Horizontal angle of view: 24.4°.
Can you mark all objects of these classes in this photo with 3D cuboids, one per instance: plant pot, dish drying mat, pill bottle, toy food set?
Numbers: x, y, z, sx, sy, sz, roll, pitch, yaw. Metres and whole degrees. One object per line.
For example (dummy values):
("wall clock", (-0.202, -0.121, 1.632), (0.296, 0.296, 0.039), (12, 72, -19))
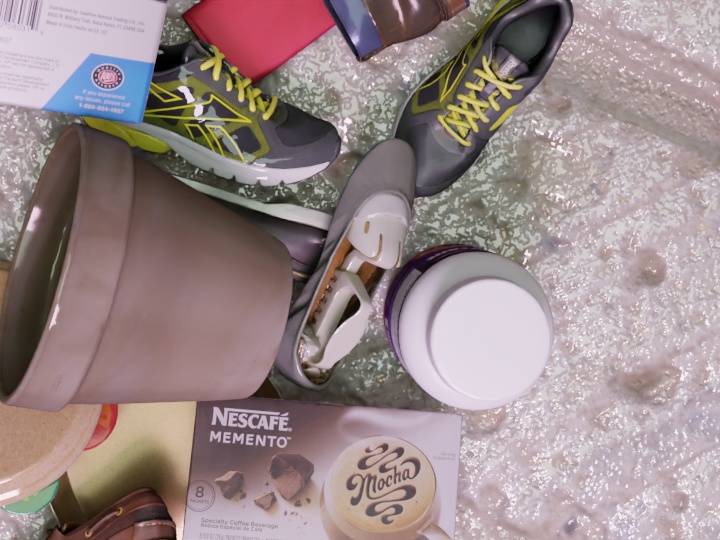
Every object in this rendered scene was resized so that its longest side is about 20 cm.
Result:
("plant pot", (-0.150, 0.144, 1.303), (0.198, 0.027, 0.202), (0, 94, -3))
("plant pot", (-0.147, 0.015, 1.174), (0.172, 0.200, 0.202), (16, 93, -20))
("dish drying mat", (-0.037, -0.225, 1.291), (0.199, 0.018, 0.077), (-36, 96, -1))
("pill bottle", (0.080, 0.041, 1.218), (0.110, 0.200, 0.112), (0, 94, -5))
("toy food set", (-0.284, 0.088, 1.240), (0.196, 0.049, 0.202), (-9, 71, -10))

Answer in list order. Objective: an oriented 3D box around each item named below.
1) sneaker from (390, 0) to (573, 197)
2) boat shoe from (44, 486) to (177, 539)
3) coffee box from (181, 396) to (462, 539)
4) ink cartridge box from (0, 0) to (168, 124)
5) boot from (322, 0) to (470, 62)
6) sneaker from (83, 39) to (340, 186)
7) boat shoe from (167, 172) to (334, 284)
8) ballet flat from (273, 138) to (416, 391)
("sneaker", (0.091, -0.144, 1.272), (0.074, 0.085, 0.201), (36, 91, -5))
("boat shoe", (-0.212, 0.225, 1.261), (0.199, 0.072, 0.068), (-30, 63, 30))
("coffee box", (-0.028, 0.159, 1.236), (0.198, 0.080, 0.114), (5, 75, 1))
("ink cartridge box", (-0.206, -0.214, 1.128), (0.145, 0.084, 0.202), (7, 106, -26))
("boot", (-0.010, -0.255, 1.245), (0.097, 0.075, 0.201), (-36, 97, -4))
("sneaker", (-0.109, -0.124, 1.243), (0.198, 0.075, 0.085), (12, 121, -4))
("boat shoe", (-0.112, -0.034, 1.271), (0.200, 0.072, 0.061), (14, 89, -8))
("ballet flat", (0.000, 0.000, 1.246), (0.067, 0.064, 0.201), (23, 98, -37))
